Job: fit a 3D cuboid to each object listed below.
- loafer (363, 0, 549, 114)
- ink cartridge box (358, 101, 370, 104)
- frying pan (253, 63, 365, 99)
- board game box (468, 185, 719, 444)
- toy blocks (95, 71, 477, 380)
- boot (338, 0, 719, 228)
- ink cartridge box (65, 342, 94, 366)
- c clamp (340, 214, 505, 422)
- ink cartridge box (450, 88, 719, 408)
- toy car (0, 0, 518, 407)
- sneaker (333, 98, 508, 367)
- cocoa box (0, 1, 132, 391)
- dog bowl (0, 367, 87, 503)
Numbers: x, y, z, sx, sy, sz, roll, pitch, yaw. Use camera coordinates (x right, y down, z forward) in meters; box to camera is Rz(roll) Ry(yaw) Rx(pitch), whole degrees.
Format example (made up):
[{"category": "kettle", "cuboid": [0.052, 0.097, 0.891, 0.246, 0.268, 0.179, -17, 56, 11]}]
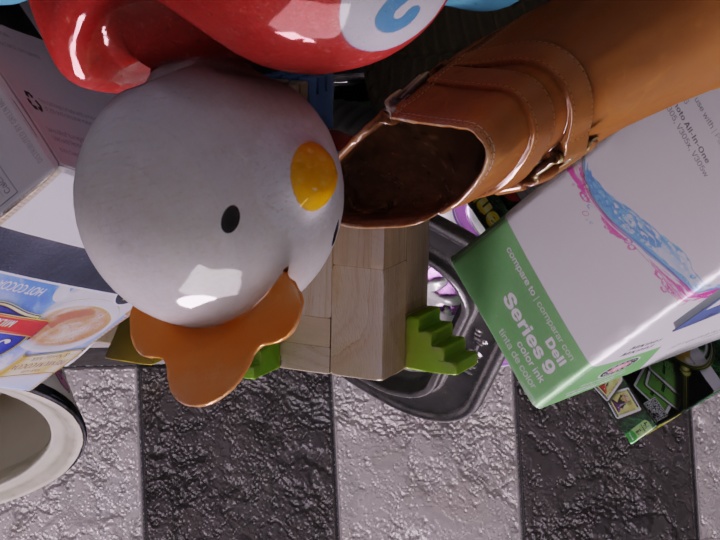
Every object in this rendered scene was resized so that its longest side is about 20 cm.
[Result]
[{"category": "loafer", "cuboid": [0.087, -0.098, 1.188, 0.200, 0.076, 0.067, -8, 166, 40]}, {"category": "ink cartridge box", "cuboid": [0.038, -0.049, 1.489, 0.200, 0.084, 0.146, -5, 180, -19]}, {"category": "frying pan", "cuboid": [-0.010, -0.098, 1.352, 0.115, 0.031, 0.190, -4, -177, 26]}, {"category": "board game box", "cuboid": [0.106, -0.018, 1.333, 0.023, 0.200, 0.105, -40, 170, 36]}, {"category": "toy blocks", "cuboid": [-0.047, -0.030, 1.242, 0.200, 0.137, 0.100, 7, -167, 24]}, {"category": "boot", "cuboid": [0.087, -0.077, 1.036, 0.200, 0.074, 0.155, -36, 175, 42]}, {"category": "ink cartridge box", "cuboid": [-0.222, -0.031, 1.291, 0.047, 0.160, 0.200, -44, 155, 25]}, {"category": "c clamp", "cuboid": [0.000, 0.000, 1.347, 0.171, 0.027, 0.200, 24, 147, 9]}, {"category": "ink cartridge box", "cuboid": [0.160, -0.032, 1.215, 0.145, 0.088, 0.200, -17, 162, -43]}, {"category": "toy car", "cuboid": [-0.040, -0.054, 0.959, 0.177, 0.200, 0.184, -8, 172, 41]}, {"category": "sneaker", "cuboid": [0.034, -0.009, 1.374, 0.200, 0.114, 0.073, 20, -164, -25]}, {"category": "cocoa box", "cuboid": [-0.164, -0.041, 1.139, 0.131, 0.133, 0.200, -38, 165, 12]}, {"category": "dog bowl", "cuboid": [-0.240, 0.060, 1.395, 0.200, 0.074, 0.200, -6, 156, -3]}]
